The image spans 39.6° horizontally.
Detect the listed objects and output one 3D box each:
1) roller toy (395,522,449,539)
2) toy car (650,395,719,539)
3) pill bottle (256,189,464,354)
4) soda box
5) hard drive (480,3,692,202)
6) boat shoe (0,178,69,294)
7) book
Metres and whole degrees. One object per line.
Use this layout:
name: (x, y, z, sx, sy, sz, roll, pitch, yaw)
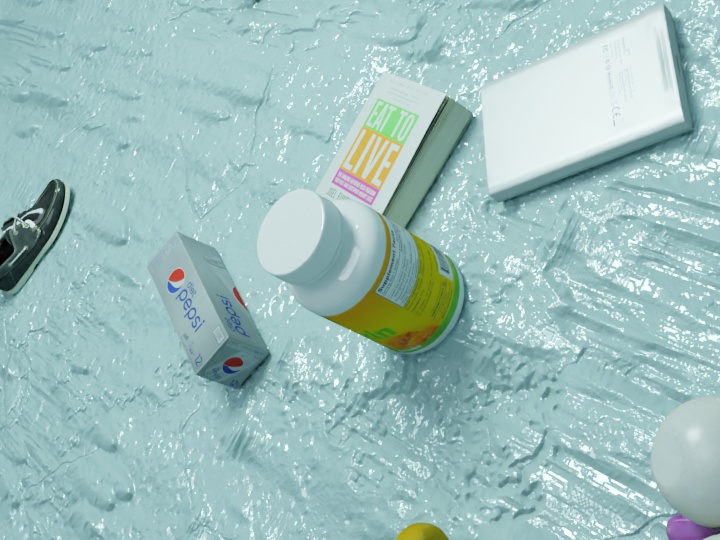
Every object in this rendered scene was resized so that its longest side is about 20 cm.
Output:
roller toy: (0.036, 0.314, 0.778, 0.139, 0.200, 0.183, -25, 90, 32)
toy car: (0.270, 0.182, 0.667, 0.150, 0.174, 0.201, 121, 152, -61)
pill bottle: (0.000, 0.000, 0.944, 0.111, 0.200, 0.111, -20, 58, 35)
soda box: (-0.183, 0.044, 1.182, 0.063, 0.068, 0.200, -48, 46, 15)
hard drive: (0.209, -0.157, 0.955, 0.200, 0.026, 0.132, -20, 58, 35)
boat shoe: (-0.514, -0.057, 1.532, 0.200, 0.068, 0.072, -55, 43, 5)
book: (0.020, -0.111, 1.095, 0.134, 0.048, 0.200, 34, 96, 49)
